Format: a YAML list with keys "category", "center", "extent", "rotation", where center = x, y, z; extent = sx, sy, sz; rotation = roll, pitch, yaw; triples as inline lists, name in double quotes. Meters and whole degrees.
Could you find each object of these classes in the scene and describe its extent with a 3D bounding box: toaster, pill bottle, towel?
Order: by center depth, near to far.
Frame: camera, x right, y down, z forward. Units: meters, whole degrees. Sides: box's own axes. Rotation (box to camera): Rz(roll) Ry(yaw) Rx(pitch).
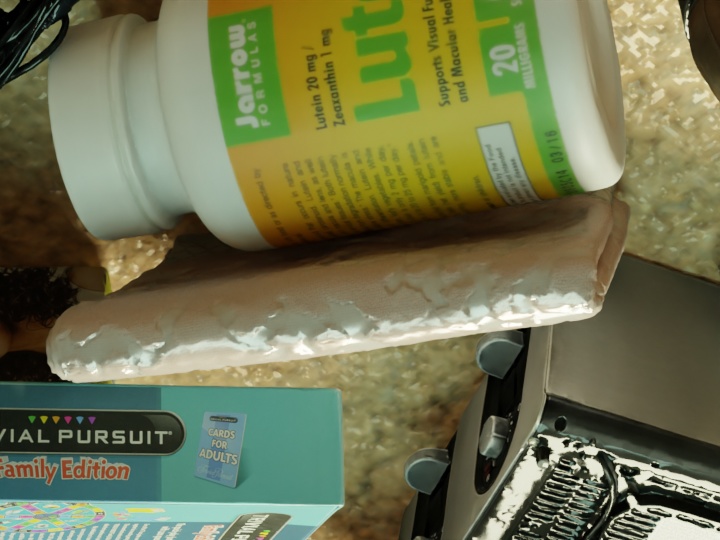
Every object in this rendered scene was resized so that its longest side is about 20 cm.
- category: "pill bottle"
  center: [-0.009, -0.068, 1.012]
  extent: [0.199, 0.111, 0.111]
  rotation: [-10, 133, 12]
- category: "towel"
  center: [0.000, 0.000, 1.039]
  extent: [0.199, 0.191, 0.032]
  rotation: [-9, 100, 12]
- category: "toaster"
  center: [0.126, 0.103, 1.164]
  extent: [0.199, 0.119, 0.181]
  rotation: [17, 133, -12]

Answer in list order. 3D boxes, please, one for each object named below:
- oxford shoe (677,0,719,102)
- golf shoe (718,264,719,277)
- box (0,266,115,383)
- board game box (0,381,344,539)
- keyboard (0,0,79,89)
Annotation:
- category: "oxford shoe"
  center: [0.212, -0.054, 1.034]
  extent: [0.199, 0.085, 0.073]
  rotation: [15, 131, -14]
- category: "golf shoe"
  center: [0.243, 0.031, 1.112]
  extent: [0.199, 0.088, 0.077]
  rotation: [16, 134, -10]
- category: "box"
  center: [-0.204, 0.040, 1.153]
  extent: [0.199, 0.076, 0.050]
  rotation: [-2, 140, 3]
- category: "board game box"
  center: [-0.117, 0.080, 1.059]
  extent: [0.199, 0.047, 0.151]
  rotation: [1, 165, -11]
- category: "keyboard"
  center: [-0.145, -0.104, 0.975]
  extent: [0.200, 0.040, 0.104]
  rotation: [-47, 122, 4]
